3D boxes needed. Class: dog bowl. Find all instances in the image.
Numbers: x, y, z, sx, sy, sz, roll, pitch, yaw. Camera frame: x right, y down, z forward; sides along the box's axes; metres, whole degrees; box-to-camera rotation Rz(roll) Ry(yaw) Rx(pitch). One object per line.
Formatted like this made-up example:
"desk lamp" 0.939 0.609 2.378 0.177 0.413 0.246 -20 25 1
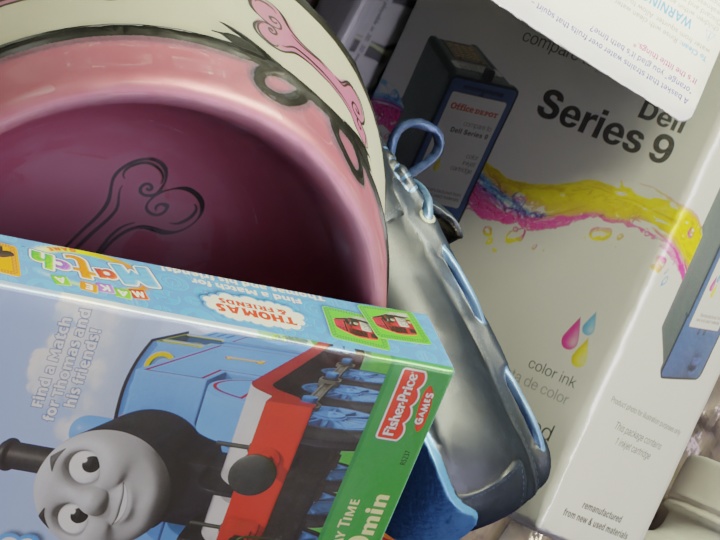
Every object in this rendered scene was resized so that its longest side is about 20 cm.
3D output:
"dog bowl" -0.080 0.002 0.778 0.199 0.074 0.201 -7 121 -12

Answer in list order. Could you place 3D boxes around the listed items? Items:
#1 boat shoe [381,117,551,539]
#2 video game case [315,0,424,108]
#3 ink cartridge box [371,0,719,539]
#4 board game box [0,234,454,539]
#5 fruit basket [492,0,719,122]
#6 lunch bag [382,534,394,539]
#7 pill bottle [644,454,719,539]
"boat shoe" 0.000 0.000 0.898 0.068 0.084 0.201 -13 77 -38
"video game case" 0.028 -0.058 1.025 0.182 0.022 0.200 35 81 -56
"ink cartridge box" 0.068 -0.015 0.958 0.087 0.145 0.200 28 88 -56
"board game box" -0.092 0.066 0.746 0.199 0.037 0.152 12 116 -22
"fruit basket" 0.074 -0.179 0.877 0.185 0.094 0.201 29 80 -22
"lunch bag" -0.001 0.215 1.099 0.176 0.082 0.200 -53 145 -18
"pill bottle" 0.151 0.196 1.274 0.200 0.111 0.111 -62 146 -6
